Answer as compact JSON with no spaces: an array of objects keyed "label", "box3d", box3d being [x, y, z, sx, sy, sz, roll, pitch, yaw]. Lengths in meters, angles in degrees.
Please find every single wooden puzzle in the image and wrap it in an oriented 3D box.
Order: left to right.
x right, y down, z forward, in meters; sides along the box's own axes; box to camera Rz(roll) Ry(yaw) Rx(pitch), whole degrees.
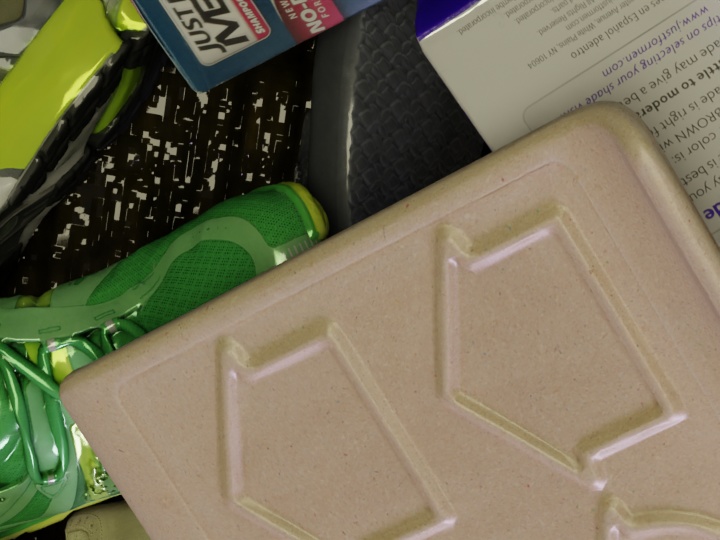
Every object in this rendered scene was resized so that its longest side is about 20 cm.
[{"label":"wooden puzzle","box3d":[0.040,0.066,0.735,0.199,0.046,0.186,-26,103,30]}]

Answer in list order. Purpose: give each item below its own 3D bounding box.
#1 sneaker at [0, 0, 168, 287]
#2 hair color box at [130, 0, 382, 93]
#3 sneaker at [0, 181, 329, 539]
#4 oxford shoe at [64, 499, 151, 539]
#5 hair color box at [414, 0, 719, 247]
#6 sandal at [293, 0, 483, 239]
[{"label":"sneaker","box3d":[-0.143,-0.029,0.844,0.081,0.074,0.200,42,96,10]},{"label":"hair color box","box3d":[0.020,-0.141,0.775,0.199,0.100,0.061,-27,128,11]},{"label":"sneaker","box3d":[-0.086,0.038,0.803,0.199,0.083,0.074,-29,75,30]},{"label":"oxford shoe","box3d":[-0.058,0.168,0.864,0.073,0.071,0.202,3,96,29]},{"label":"hair color box","box3d":[0.115,-0.022,0.745,0.109,0.065,0.200,-32,106,15]},{"label":"sandal","box3d":[0.000,0.000,0.823,0.043,0.076,0.202,8,100,34]}]
